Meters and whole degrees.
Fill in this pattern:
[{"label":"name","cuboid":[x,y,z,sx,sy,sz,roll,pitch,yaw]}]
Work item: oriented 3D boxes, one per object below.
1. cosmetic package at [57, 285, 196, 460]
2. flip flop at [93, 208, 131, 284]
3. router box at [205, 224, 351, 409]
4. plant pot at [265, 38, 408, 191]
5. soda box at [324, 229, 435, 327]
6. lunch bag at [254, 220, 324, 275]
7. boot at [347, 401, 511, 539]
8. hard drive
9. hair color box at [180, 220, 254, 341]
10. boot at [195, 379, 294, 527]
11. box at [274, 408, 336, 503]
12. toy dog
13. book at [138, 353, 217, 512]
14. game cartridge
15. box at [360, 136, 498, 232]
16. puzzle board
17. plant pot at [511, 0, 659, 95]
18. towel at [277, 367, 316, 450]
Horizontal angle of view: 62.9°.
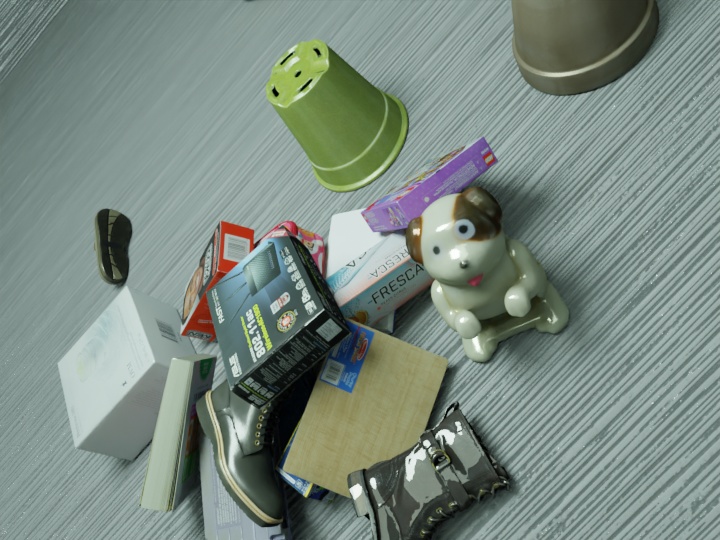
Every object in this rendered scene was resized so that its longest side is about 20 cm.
[{"label":"cosmetic package","cuboid":[-0.402,0.176,1.023,0.200,0.123,0.200,-47,49,7]},{"label":"flip flop","cuboid":[-0.547,-0.052,1.286,0.057,0.080,0.203,-36,55,33]},{"label":"router box","cuboid":[-0.114,0.053,0.763,0.149,0.062,0.201,-41,40,7]},{"label":"plant pot","cuboid":[-0.050,-0.264,0.962,0.198,0.190,0.203,-15,59,27]},{"label":"soda box","cuboid":[0.037,0.006,0.800,0.199,0.064,0.068,-34,39,-6]},{"label":"lunch bag","cuboid":[-0.137,0.039,0.928,0.175,0.081,0.203,-29,49,40]},{"label":"boot","cuboid":[0.090,0.271,0.660,0.172,0.069,0.202,-28,68,4]},{"label":"hard drive","cuboid":[0.000,0.000,0.894,0.130,0.025,0.203,-8,62,32]},{"label":"hair color box","cuboid":[-0.237,0.022,0.968,0.200,0.060,0.103,-50,36,43]},{"label":"boot","cuboid":[-0.120,0.201,0.752,0.138,0.077,0.201,-41,62,6]},{"label":"box","cuboid":[-0.030,0.197,0.786,0.069,0.064,0.202,21,79,40]},{"label":"toy dog","cuboid":[0.141,-0.012,0.685,0.138,0.200,0.197,-18,57,26]},{"label":"book","cuboid":[-0.258,0.227,0.862,0.047,0.134,0.204,8,86,3]},{"label":"game cartridge","cuboid":[-0.162,0.284,0.807,0.128,0.038,0.203,-21,67,26]},{"label":"box","cuboid":[0.082,-0.108,0.789,0.136,0.039,0.200,-37,9,-9]},{"label":"puzzle board","cuboid":[0.008,0.179,0.738,0.149,0.017,0.203,21,81,1]},{"label":"plant pot","cuboid":[0.282,-0.374,0.796,0.198,0.173,0.203,-17,57,28]},{"label":"towel","cuboid":[-0.144,0.221,0.865,0.199,0.048,0.112,-39,51,12]}]
